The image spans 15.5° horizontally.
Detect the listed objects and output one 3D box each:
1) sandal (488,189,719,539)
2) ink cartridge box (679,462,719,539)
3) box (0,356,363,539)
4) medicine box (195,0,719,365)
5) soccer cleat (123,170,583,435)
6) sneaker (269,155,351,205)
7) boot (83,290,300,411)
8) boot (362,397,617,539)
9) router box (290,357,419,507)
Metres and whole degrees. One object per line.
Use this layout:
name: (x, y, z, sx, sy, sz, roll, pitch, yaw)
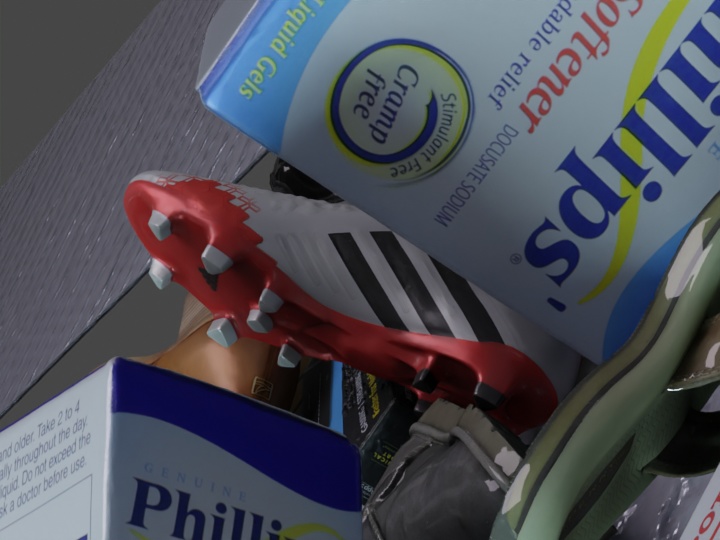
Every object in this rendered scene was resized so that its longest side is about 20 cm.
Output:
sandal: (0.114, 0.036, 0.831, 0.201, 0.057, 0.080, -50, -27, -21)
ink cartridge box: (0.117, 0.106, 0.652, 0.116, 0.067, 0.200, -61, 14, -10)
box: (-0.089, 0.159, 0.841, 0.184, 0.105, 0.200, -31, 51, 43)
medicine box: (0.073, -0.094, 0.962, 0.182, 0.200, 0.103, -53, 12, 19)
soccer cleat: (0.000, 0.000, 1.066, 0.085, 0.200, 0.069, -56, -19, -31)
sneaker: (0.047, -0.062, 1.117, 0.200, 0.098, 0.071, -34, 18, 3)
boot: (-0.095, 0.099, 1.201, 0.200, 0.074, 0.155, -56, 18, 35)
boot: (-0.003, 0.143, 0.948, 0.200, 0.073, 0.182, -48, 3, -7)
router box: (-0.011, 0.083, 1.182, 0.149, 0.051, 0.200, -56, 14, 17)
